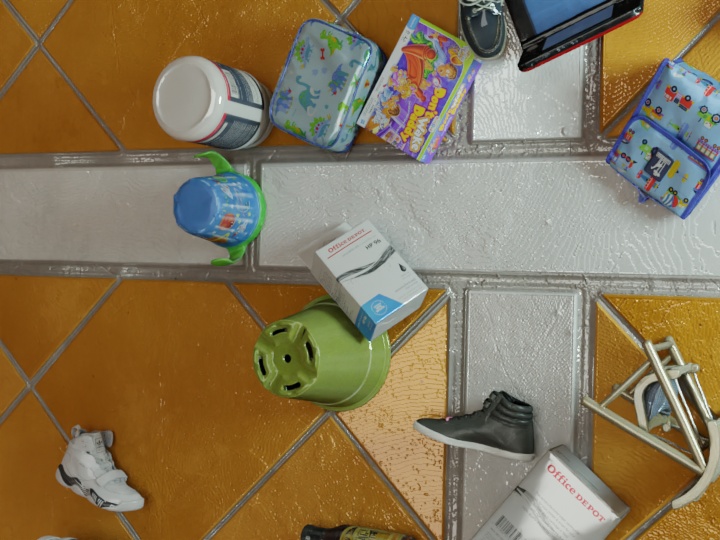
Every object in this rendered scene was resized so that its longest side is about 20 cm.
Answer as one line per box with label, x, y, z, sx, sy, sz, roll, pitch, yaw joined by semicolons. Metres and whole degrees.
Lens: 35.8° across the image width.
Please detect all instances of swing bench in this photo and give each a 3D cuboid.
swing bench;0.441;0.208;1.560;0.130;0.199;0.200;-46;72;17

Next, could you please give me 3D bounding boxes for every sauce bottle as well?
sauce bottle;-0.004;0.457;1.841;0.199;0.066;0.067;2;90;24

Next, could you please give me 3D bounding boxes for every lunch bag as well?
lunch bag;-0.058;-0.312;1.868;0.160;0.082;0.201;26;100;22
lunch bag;0.463;-0.186;1.629;0.150;0.094;0.201;39;117;20

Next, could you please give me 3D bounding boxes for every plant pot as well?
plant pot;-0.077;0.137;1.811;0.199;0.190;0.202;-1;88;24

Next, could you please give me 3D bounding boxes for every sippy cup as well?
sippy cup;-0.253;-0.108;1.931;0.178;0.130;0.140;47;107;19

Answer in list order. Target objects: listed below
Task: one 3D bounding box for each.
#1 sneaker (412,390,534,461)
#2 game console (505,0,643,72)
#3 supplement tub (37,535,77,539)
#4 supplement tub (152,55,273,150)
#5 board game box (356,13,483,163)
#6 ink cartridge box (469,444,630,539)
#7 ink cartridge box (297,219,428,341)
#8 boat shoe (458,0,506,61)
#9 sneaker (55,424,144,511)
sneaker;0.184;0.231;1.756;0.199;0.071;0.100;10;92;19
game console;0.313;-0.408;1.679;0.199;0.173;0.119;-24;106;23
supplement tub;-0.509;0.570;2.028;0.199;0.140;0.141;11;94;25
supplement tub;-0.244;-0.279;1.890;0.139;0.200;0.141;-1;89;25
board game box;0.099;-0.295;1.814;0.134;0.045;0.201;32;102;22
ink cartridge box;0.288;0.388;1.693;0.145;0.084;0.200;43;107;20
ink cartridge box;0.000;0.000;1.813;0.116;0.068;0.200;-33;70;-25
boat shoe;0.190;-0.428;1.742;0.074;0.062;0.201;-3;74;7
sneaker;-0.476;0.365;2.059;0.199;0.075;0.116;19;100;28
